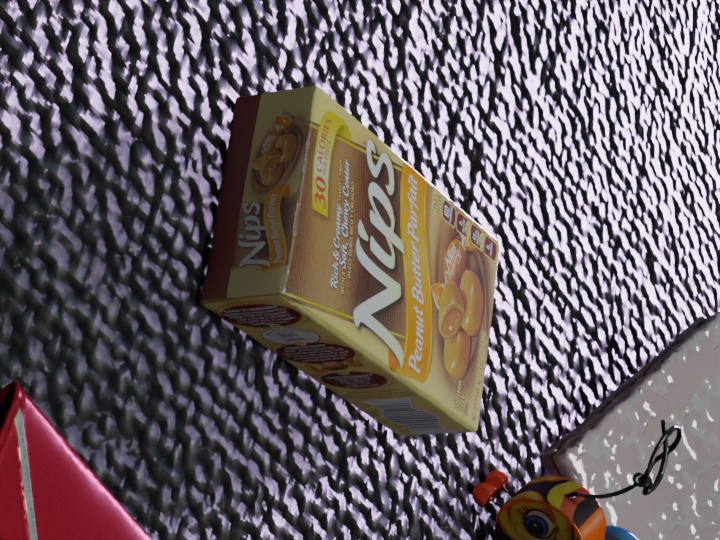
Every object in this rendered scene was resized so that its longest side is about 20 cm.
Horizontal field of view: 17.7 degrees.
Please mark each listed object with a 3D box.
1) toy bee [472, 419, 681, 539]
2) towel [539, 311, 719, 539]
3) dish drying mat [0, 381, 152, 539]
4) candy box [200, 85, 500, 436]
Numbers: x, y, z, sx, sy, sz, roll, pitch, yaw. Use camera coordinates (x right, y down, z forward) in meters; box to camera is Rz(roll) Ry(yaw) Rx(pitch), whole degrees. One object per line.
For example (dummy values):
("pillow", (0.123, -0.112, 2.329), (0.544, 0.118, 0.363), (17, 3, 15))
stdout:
("toy bee", (0.117, 0.164, 1.357), (0.131, 0.108, 0.201), (3, 107, -66))
("towel", (0.217, 0.152, 1.491), (0.200, 0.032, 0.192), (-35, 102, -38))
("dish drying mat", (-0.116, 0.140, 1.033), (0.200, 0.018, 0.077), (55, 40, -38))
("candy box", (0.000, 0.000, 1.215), (0.200, 0.055, 0.116), (38, 54, -50))
